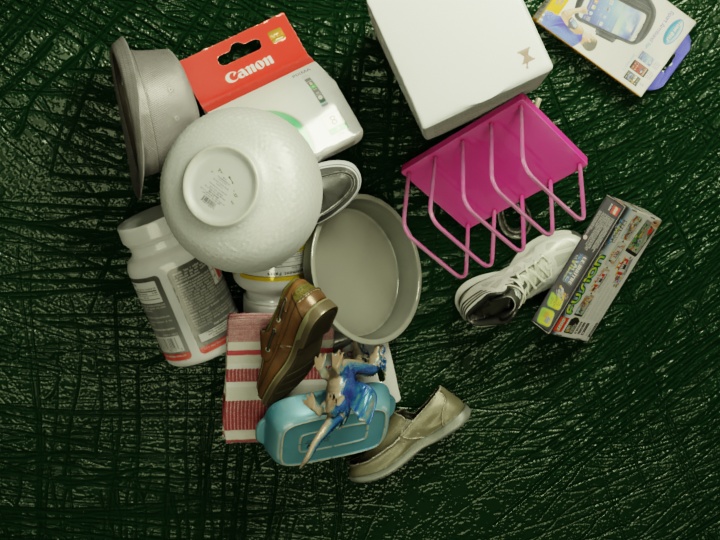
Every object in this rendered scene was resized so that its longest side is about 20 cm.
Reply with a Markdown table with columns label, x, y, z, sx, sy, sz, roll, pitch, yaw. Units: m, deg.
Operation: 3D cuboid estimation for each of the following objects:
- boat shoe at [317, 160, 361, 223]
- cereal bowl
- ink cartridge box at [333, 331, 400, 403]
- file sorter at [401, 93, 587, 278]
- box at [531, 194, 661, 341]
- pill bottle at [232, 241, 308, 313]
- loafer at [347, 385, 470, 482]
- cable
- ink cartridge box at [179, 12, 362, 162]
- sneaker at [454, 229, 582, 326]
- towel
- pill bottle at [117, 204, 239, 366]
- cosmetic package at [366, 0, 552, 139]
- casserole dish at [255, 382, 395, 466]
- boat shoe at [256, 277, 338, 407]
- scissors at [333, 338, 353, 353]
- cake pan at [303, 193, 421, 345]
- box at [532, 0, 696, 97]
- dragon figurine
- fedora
| label | x | y | z | sx | sy | sz | roll | pitch | yaw |
| --- | --- | --- | --- | --- | --- | --- | --- | --- | --- |
| boat shoe | -0.090 | -0.074 | 1.381 | 0.200 | 0.066 | 0.070 | -21 | 108 | 2 |
| cereal bowl | -0.148 | -0.097 | 1.315 | 0.200 | 0.083 | 0.201 | 0 | 89 | 14 |
| ink cartridge box | -0.053 | 0.143 | 1.567 | 0.200 | 0.068 | 0.115 | -12 | 109 | 2 |
| file sorter | 0.167 | -0.095 | 1.418 | 0.200 | 0.126 | 0.139 | -29 | 128 | 34 |
| box | 0.323 | 0.000 | 1.527 | 0.110 | 0.035 | 0.200 | 13 | 111 | -49 |
| pill bottle | -0.115 | -0.039 | 1.485 | 0.112 | 0.112 | 0.200 | 0 | 108 | -3 |
| loafer | 0.060 | 0.232 | 1.606 | 0.200 | 0.075 | 0.070 | -34 | 94 | 3 |
| cable | 0.191 | -0.136 | 1.501 | 0.097 | 0.050 | 0.200 | -2 | 106 | -5 |
| ink cartridge box | -0.113 | -0.217 | 1.403 | 0.161 | 0.050 | 0.200 | -28 | 85 | -13 |
| sneaker | 0.227 | 0.022 | 1.519 | 0.200 | 0.115 | 0.076 | -30 | 106 | 6 |
| towel | -0.111 | 0.143 | 1.501 | 0.144 | 0.023 | 0.200 | 0 | 118 | -12 |
| pill bottle | -0.241 | 0.017 | 1.494 | 0.116 | 0.116 | 0.200 | -19 | 107 | 3 |
| cosmetic package | 0.118 | -0.271 | 1.361 | 0.167 | 0.200 | 0.167 | -24 | 91 | 4 |
| casserole dish | -0.041 | 0.212 | 1.512 | 0.200 | 0.039 | 0.121 | -8 | 134 | -17 |
| boat shoe | -0.092 | 0.090 | 1.429 | 0.068 | 0.072 | 0.200 | 43 | 127 | 18 |
| scissors | -0.086 | 0.138 | 1.523 | 0.200 | 0.014 | 0.073 | -14 | 107 | 1 |
| cake pan | 0.000 | 0.000 | 1.481 | 0.037 | 0.200 | 0.200 | -11 | 114 | 46 |
| box | 0.338 | -0.319 | 1.459 | 0.200 | 0.041 | 0.119 | 33 | 103 | -10 |
| dragon figurine | -0.018 | 0.167 | 1.431 | 0.059 | 0.200 | 0.099 | -15 | 143 | 39 |
| fedora | -0.253 | -0.196 | 1.406 | 0.090 | 0.177 | 0.200 | -12 | 95 | -15 |
